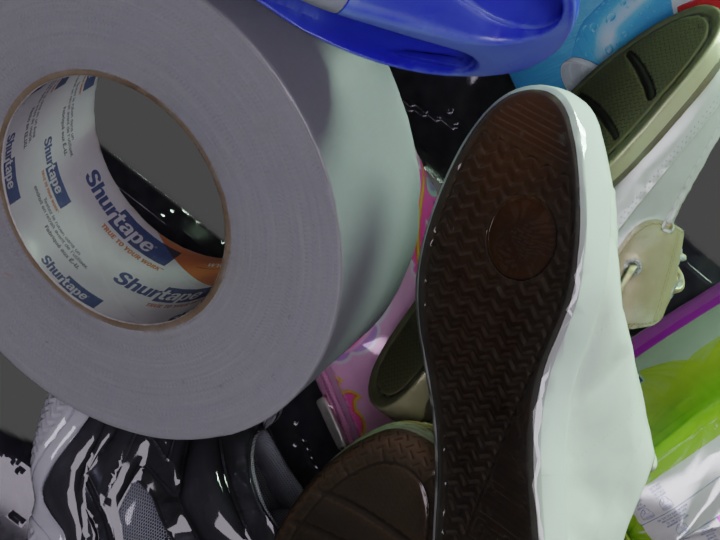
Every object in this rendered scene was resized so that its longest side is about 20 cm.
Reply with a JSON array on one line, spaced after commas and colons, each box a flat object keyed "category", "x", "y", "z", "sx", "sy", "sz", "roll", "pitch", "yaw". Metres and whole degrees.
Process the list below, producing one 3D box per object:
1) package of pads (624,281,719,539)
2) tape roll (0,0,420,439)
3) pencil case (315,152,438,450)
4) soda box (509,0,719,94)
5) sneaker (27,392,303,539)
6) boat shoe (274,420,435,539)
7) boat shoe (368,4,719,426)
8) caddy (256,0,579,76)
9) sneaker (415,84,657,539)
[{"category": "package of pads", "x": 0.178, "y": 0.043, "z": 0.982, "sx": 0.200, "sy": 0.155, "sz": 0.068, "roll": -34, "pitch": 103, "yaw": 2}, {"category": "tape roll", "x": -0.078, "y": -0.038, "z": 0.928, "sx": 0.199, "sy": 0.066, "sz": 0.201, "roll": 15, "pitch": 122, "yaw": 25}, {"category": "pencil case", "x": 0.000, "y": 0.000, "z": 0.991, "sx": 0.087, "sy": 0.087, "sz": 0.201, "roll": -22, "pitch": 104, "yaw": -1}, {"category": "soda box", "x": 0.149, "y": -0.126, "z": 0.954, "sx": 0.199, "sy": 0.068, "sz": 0.064, "roll": -23, "pitch": 104, "yaw": 23}, {"category": "sneaker", "x": -0.077, "y": 0.138, "z": 1.006, "sx": 0.113, "sy": 0.075, "sz": 0.201, "roll": 3, "pitch": 98, "yaw": 10}, {"category": "boat shoe", "x": 0.003, "y": 0.130, "z": 0.966, "sx": 0.072, "sy": 0.076, "sz": 0.200, "roll": 43, "pitch": 129, "yaw": 20}, {"category": "boat shoe", "x": 0.089, "y": -0.010, "z": 0.934, "sx": 0.068, "sy": 0.075, "sz": 0.200, "roll": 35, "pitch": 102, "yaw": -20}, {"category": "caddy", "x": -0.012, "y": -0.138, "z": 0.796, "sx": 0.200, "sy": 0.141, "sz": 0.105, "roll": 32, "pitch": 65, "yaw": -19}, {"category": "sneaker", "x": 0.069, "y": 0.033, "z": 0.884, "sx": 0.084, "sy": 0.073, "sz": 0.201, "roll": -2, "pitch": 99, "yaw": -51}]
